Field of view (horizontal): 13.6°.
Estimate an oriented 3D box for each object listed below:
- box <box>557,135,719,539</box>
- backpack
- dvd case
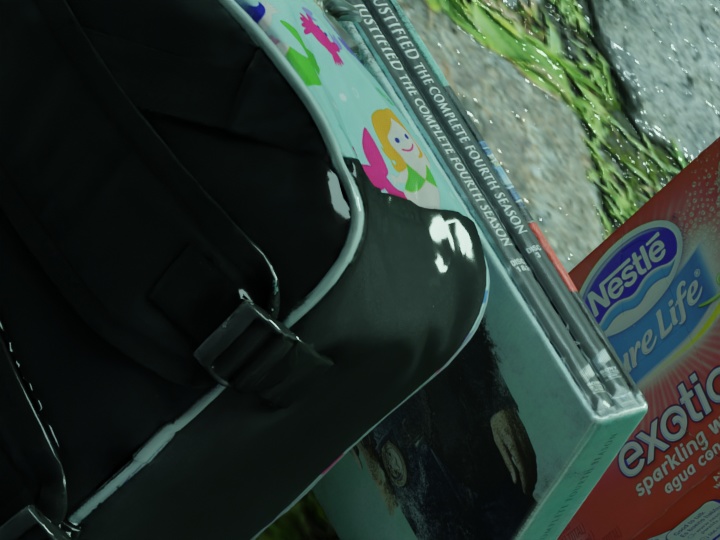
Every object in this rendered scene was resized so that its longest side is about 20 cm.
[{"bbox_3d":[0.124,0.033,0.938,0.099,0.200,0.096,15,43,-41],"label":"box"},{"bbox_3d":[-0.076,-0.017,0.779,0.200,0.178,0.150,51,13,23],"label":"backpack"},{"bbox_3d":[0.000,0.000,0.874,0.022,0.146,0.200,-15,62,-30],"label":"dvd case"}]
